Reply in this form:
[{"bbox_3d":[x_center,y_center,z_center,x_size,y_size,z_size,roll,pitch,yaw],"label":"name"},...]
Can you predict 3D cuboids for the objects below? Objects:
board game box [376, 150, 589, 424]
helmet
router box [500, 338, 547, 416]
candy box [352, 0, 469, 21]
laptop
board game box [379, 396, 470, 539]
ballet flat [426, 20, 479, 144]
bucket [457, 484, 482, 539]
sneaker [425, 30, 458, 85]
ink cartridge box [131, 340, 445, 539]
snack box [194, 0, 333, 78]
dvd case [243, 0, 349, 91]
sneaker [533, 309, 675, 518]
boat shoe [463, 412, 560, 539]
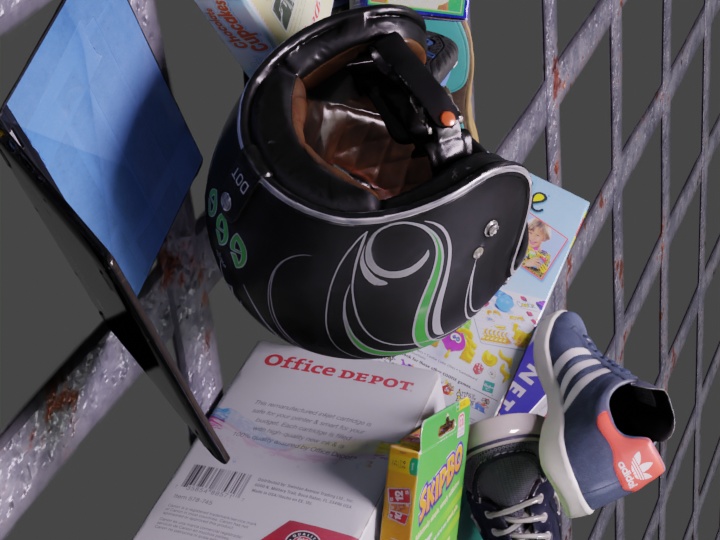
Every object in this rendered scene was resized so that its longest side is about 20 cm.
[{"bbox_3d":[0.078,0.027,1.203,0.201,0.104,0.103,-63,179,-22],"label":"board game box"},{"bbox_3d":[0.006,-0.040,0.964,0.191,0.199,0.201,91,18,-60],"label":"helmet"},{"bbox_3d":[0.137,0.185,1.524,0.200,0.049,0.180,-45,146,-14],"label":"router box"},{"bbox_3d":[0.042,-0.276,1.111,0.169,0.076,0.201,-110,-155,-80],"label":"candy box"},{"bbox_3d":[-0.109,-0.036,0.873,0.116,0.200,0.188,-37,142,-12],"label":"laptop"},{"bbox_3d":[0.037,0.184,1.034,0.095,0.030,0.201,-16,116,-67],"label":"board game box"},{"bbox_3d":[0.060,-0.152,1.323,0.063,0.068,0.201,-98,180,-50],"label":"ballet flat"},{"bbox_3d":[0.033,0.230,1.281,0.207,0.134,0.209,8,90,-66],"label":"bucket"},{"bbox_3d":[0.006,-0.102,1.142,0.200,0.075,0.077,-50,151,-36],"label":"sneaker"},{"bbox_3d":[-0.035,0.171,1.080,0.200,0.144,0.145,-59,149,-42],"label":"ink cartridge box"},{"bbox_3d":[-0.047,-0.223,1.011,0.116,0.037,0.201,53,43,-55],"label":"snack box"},{"bbox_3d":[-0.042,-0.119,1.122,0.143,0.017,0.201,-43,138,-56],"label":"dvd case"},{"bbox_3d":[0.170,0.088,1.099,0.075,0.084,0.200,59,19,-29],"label":"sneaker"},{"bbox_3d":[0.115,0.171,1.136,0.200,0.074,0.093,60,15,-64],"label":"boat shoe"}]
